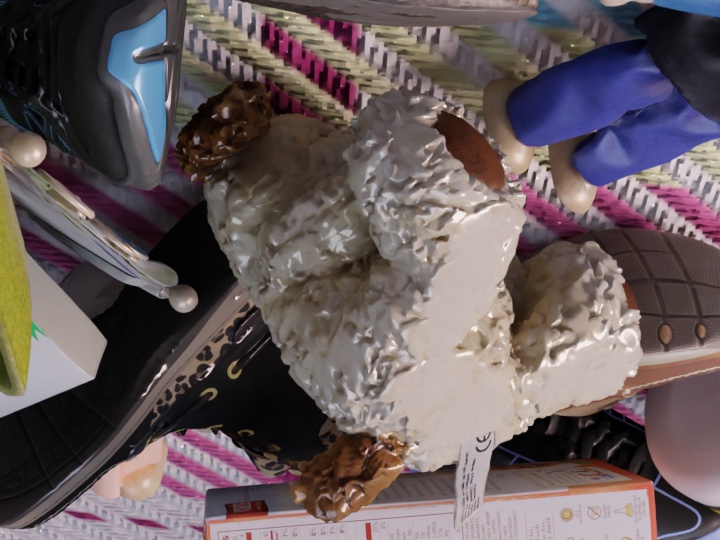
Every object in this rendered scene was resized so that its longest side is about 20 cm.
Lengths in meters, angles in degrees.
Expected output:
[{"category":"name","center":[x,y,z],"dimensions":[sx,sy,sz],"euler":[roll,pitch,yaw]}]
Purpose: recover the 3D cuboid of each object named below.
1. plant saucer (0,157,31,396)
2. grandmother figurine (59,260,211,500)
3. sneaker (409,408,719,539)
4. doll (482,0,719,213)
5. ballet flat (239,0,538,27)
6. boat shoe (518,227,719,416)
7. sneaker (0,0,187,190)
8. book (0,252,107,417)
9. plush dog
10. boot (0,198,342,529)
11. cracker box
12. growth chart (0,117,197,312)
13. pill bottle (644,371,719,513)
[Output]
[{"category":"plant saucer","center":[-0.204,-0.062,0.750],"dimensions":[0.199,0.048,0.201],"euler":[28,150,18]},{"category":"grandmother figurine","center":[-0.131,0.058,1.062],"dimensions":[0.120,0.061,0.201],"euler":[12,149,3]},{"category":"sneaker","center":[0.100,0.093,1.027],"dimensions":[0.199,0.070,0.078],"euler":[14,150,23]},{"category":"doll","center":[0.137,-0.085,0.783],"dimensions":[0.136,0.049,0.199],"euler":[29,143,-32]},{"category":"ballet flat","center":[-0.029,-0.123,0.764],"dimensions":[0.198,0.047,0.067],"euler":[6,179,-2]},{"category":"boat shoe","center":[0.105,0.031,0.955],"dimensions":[0.199,0.076,0.072],"euler":[-3,143,34]},{"category":"sneaker","center":[-0.112,-0.072,0.763],"dimensions":[0.081,0.074,0.200],"euler":[10,179,-12]},{"category":"book","center":[-0.233,0.028,0.924],"dimensions":[0.199,0.048,0.134],"euler":[-23,122,30]},{"category":"plush dog","center":[0.000,0.000,0.851],"dimensions":[0.161,0.172,0.200],"euler":[-46,138,6]},{"category":"boot","center":[-0.081,0.067,0.985],"dimensions":[0.200,0.073,0.150],"euler":[-49,140,2]},{"category":"cracker box","center":[0.027,0.126,0.923],"dimensions":[0.198,0.058,0.134],"euler":[-4,180,-3]},{"category":"growth chart","center":[-0.140,-0.036,0.851],"dimensions":[0.144,0.018,0.200],"euler":[30,171,25]},{"category":"pill bottle","center":[0.244,0.091,0.984],"dimensions":[0.199,0.113,0.112],"euler":[28,143,-30]}]
